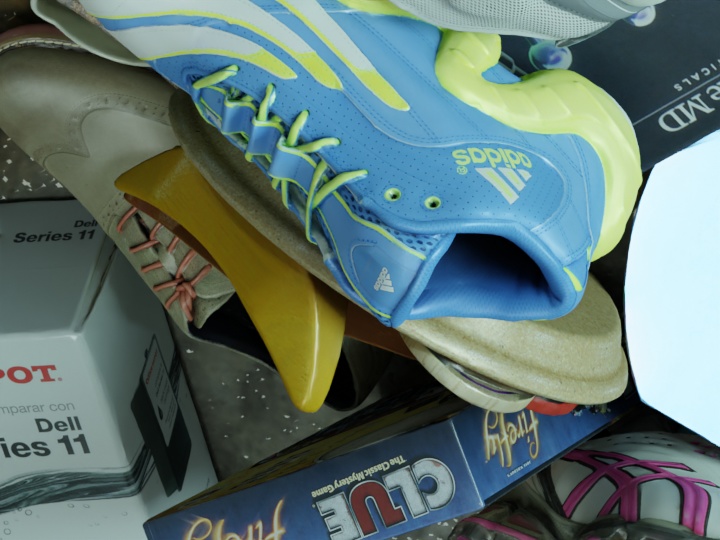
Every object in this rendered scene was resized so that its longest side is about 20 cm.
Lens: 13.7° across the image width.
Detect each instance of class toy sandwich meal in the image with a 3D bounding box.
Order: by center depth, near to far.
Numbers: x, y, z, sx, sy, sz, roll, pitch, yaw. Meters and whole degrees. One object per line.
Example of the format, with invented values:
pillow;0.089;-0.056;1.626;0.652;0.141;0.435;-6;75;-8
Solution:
toy sandwich meal;0.000;0.000;1.038;0.204;0.205;0.070;29;106;-13

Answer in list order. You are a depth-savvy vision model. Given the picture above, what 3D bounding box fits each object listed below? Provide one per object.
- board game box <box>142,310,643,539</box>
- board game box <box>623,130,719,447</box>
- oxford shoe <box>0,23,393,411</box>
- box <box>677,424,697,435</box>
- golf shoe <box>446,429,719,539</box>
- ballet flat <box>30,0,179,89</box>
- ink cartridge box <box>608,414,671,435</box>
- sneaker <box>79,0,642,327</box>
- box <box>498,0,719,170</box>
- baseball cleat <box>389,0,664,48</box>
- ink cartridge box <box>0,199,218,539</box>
board game box;0.025;0.067;1.128;0.135;0.200;0.035;-21;91;29
board game box;0.182;0.008;1.095;0.199;0.159;0.039;30;171;-16
oxford shoe;-0.064;-0.021;1.147;0.199;0.075;0.070;32;133;-13
box;0.207;0.114;1.116;0.082;0.200;0.049;-17;141;-31
golf shoe;0.114;0.090;1.078;0.200;0.092;0.073;6;137;56
ballet flat;-0.115;-0.121;1.081;0.200;0.068;0.067;35;137;-14
ink cartridge box;0.132;0.175;1.177;0.083;0.200;0.146;-25;125;1
sneaker;-0.004;-0.047;0.924;0.199;0.105;0.076;22;129;-8
box;0.052;-0.136;0.987;0.148;0.107;0.200;-30;119;33
baseball cleat;0.014;-0.135;0.868;0.106;0.070;0.200;-30;117;32
ink cartridge box;-0.147;0.075;1.246;0.146;0.083;0.201;-3;129;16
